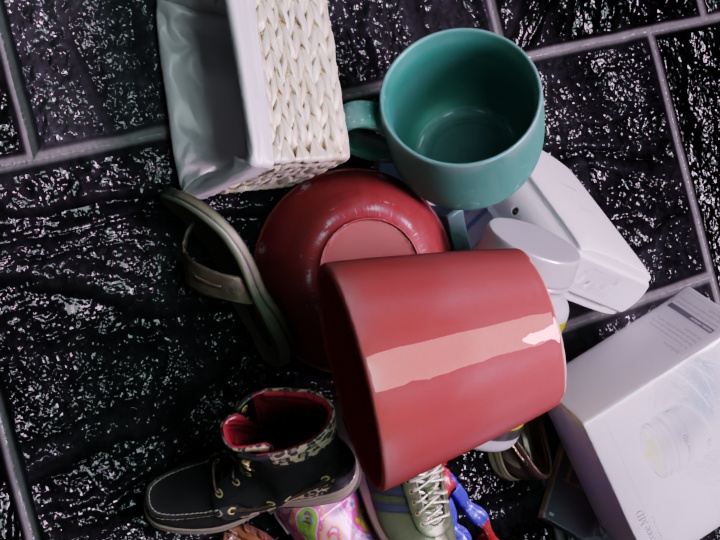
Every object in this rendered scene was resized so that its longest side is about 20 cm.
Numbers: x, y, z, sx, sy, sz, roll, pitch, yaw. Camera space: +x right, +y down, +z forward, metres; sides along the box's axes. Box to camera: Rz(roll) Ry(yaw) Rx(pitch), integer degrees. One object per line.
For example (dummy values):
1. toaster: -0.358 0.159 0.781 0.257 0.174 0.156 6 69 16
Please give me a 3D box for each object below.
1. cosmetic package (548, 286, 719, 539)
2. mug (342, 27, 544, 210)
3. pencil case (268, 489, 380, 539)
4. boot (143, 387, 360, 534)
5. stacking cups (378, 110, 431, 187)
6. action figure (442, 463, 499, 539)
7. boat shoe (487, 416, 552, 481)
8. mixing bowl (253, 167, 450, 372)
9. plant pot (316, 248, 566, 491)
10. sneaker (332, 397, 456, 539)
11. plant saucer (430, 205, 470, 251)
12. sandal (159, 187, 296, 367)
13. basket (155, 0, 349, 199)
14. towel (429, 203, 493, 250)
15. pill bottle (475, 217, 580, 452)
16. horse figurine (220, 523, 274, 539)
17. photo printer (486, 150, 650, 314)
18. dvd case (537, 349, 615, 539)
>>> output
1. cosmetic package: 0.320 0.163 1.650 0.199 0.123 0.201 -31 115 -7
2. mug: 0.085 -0.141 1.512 0.184 0.115 0.153 26 70 20
3. pencil case: -0.018 0.262 1.508 0.087 0.087 0.201 -39 105 -32
4. boot: -0.102 0.166 1.385 0.198 0.151 0.074 -7 62 0
5. stacking cups: 0.043 -0.090 1.585 0.060 0.060 0.202 11 79 -33
6. action figure: 0.064 0.216 1.589 0.065 0.098 0.201 -51 133 -32
7. boat shoe: 0.156 0.123 1.644 0.072 0.072 0.202 -18 99 -34
8. mixing bowl: 0.000 0.000 1.498 0.198 0.108 0.203 0 89 -8
9. plant pot: 0.071 0.071 1.370 0.175 0.200 0.203 -15 91 -11
10. sneaker: 0.044 0.189 1.472 0.067 0.090 0.201 -19 75 -38
11. plant saucer: 0.094 0.033 1.607 0.019 0.070 0.202 -22 105 -35
12. sandal: -0.128 0.011 1.475 0.057 0.080 0.202 -35 103 -19
13. basket: -0.099 -0.178 1.481 0.122 0.135 0.202 -4 81 -37
14. towel: 0.095 -0.034 1.666 0.147 0.024 0.201 -46 109 -30
15. pill bottle: 0.131 0.060 1.519 0.113 0.114 0.202 7 113 -33
16. horse figurine: -0.045 0.310 1.445 0.050 0.198 0.134 41 58 -66
17. photo printer: 0.198 -0.056 1.649 0.166 0.069 0.201 20 31 -50
18. dvd case: 0.279 0.209 1.760 0.148 0.016 0.202 31 66 -27
